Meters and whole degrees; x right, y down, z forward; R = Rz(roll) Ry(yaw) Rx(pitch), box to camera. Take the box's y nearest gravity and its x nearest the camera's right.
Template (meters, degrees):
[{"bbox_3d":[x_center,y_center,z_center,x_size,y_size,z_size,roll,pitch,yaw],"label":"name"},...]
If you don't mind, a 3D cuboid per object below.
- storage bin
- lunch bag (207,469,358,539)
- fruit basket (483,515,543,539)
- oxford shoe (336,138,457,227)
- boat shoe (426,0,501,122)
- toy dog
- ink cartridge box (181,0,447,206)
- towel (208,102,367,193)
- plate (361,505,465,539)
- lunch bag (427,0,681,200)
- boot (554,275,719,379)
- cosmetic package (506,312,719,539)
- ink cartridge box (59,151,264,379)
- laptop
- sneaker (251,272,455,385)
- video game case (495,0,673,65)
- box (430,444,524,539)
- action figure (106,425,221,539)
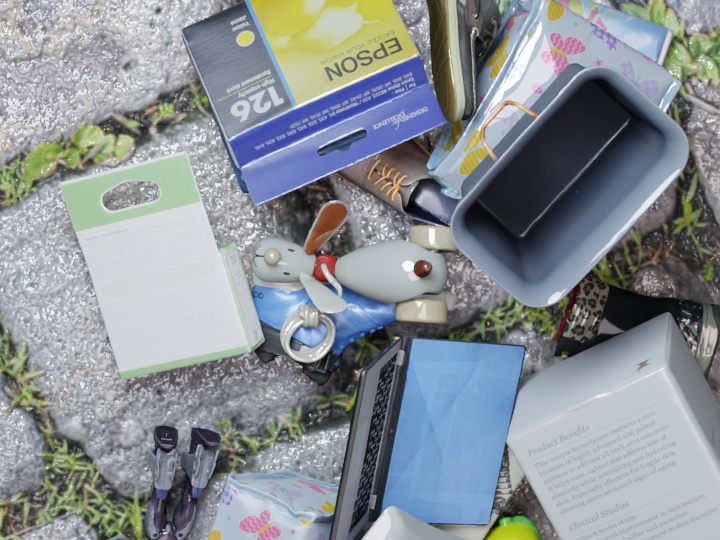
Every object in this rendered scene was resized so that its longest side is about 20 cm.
[{"bbox_3d":[0.163,-0.092,1.564,0.145,0.134,0.200,39,101,-14],"label":"storage bin"},{"bbox_3d":[-0.077,0.286,1.725,0.126,0.200,0.171,21,94,23],"label":"lunch bag"},{"bbox_3d":[0.159,0.358,1.799,0.214,0.156,0.217,0,60,-1],"label":"fruit basket"},{"bbox_3d":[0.034,-0.095,1.727,0.199,0.073,0.072,25,106,2],"label":"oxford shoe"},{"bbox_3d":[0.097,-0.228,1.635,0.064,0.073,0.202,1,69,-10],"label":"boat shoe"},{"bbox_3d":[0.000,0.000,1.669,0.198,0.096,0.133,-15,81,1],"label":"toy dog"},{"bbox_3d":[-0.046,-0.183,1.673,0.196,0.047,0.201,-24,57,-3],"label":"ink cartridge box"},{"bbox_3d":[-0.041,-0.158,1.711,0.199,0.049,0.112,-25,62,-1],"label":"towel"},{"bbox_3d":[0.019,0.325,1.683,0.032,0.199,0.200,40,93,33],"label":"plate"},{"bbox_3d":[0.173,-0.132,1.694,0.169,0.127,0.201,28,87,-10],"label":"lunch bag"},{"bbox_3d":[0.260,0.111,1.796,0.153,0.074,0.205,17,100,-2],"label":"boot"},{"bbox_3d":[0.260,0.180,1.690,0.166,0.166,0.201,-26,100,17],"label":"cosmetic package"},{"bbox_3d":[-0.188,-0.007,1.713,0.144,0.048,0.202,-12,100,21],"label":"ink cartridge box"},{"bbox_3d":[0.062,0.167,1.658,0.115,0.200,0.189,13,105,13],"label":"laptop"},{"bbox_3d":[-0.011,0.057,1.751,0.198,0.077,0.112,6,92,-2],"label":"sneaker"},{"bbox_3d":[0.191,-0.169,1.767,0.181,0.022,0.202,18,96,-8],"label":"video game case"},{"bbox_3d":[0.096,0.224,1.792,0.082,0.068,0.201,31,94,-11],"label":"box"},{"bbox_3d":[-0.190,0.254,1.767,0.129,0.069,0.202,6,103,-25],"label":"action figure"}]
